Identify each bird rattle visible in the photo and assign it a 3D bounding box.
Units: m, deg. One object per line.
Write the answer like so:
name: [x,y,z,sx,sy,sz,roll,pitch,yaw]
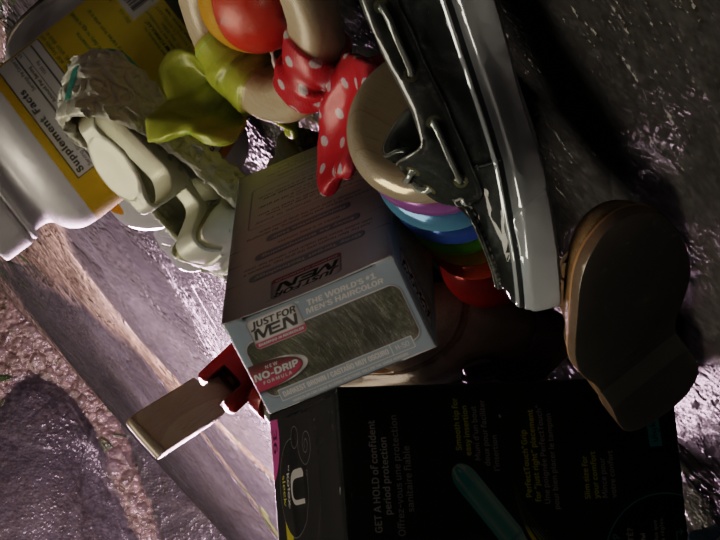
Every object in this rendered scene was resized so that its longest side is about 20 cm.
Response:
bird rattle: [-0.053,-0.124,1.327,0.200,0.112,0.164,18,131,61]

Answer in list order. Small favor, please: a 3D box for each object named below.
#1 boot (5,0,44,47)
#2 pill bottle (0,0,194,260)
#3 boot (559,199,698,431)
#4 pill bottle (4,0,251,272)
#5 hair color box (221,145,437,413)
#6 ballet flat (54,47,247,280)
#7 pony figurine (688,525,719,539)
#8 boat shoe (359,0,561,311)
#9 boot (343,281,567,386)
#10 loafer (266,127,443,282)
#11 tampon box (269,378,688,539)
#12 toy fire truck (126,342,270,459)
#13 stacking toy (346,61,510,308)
boot: [-0.185,-0.123,1.812,0.151,0.073,0.200,47,171,13]
pill bottle: [-0.166,-0.100,1.501,0.113,0.200,0.112,52,177,4]
boot: [0.119,0.010,1.208,0.076,0.073,0.200,53,173,27]
pill bottle: [-0.146,-0.099,1.663,0.200,0.111,0.111,56,165,-30]
hair color box: [-0.016,-0.007,1.331,0.200,0.098,0.061,-89,-25,-66]
ballet flat: [-0.110,-0.044,1.434,0.200,0.072,0.072,45,169,-20]
pony figurine: [0.186,0.222,1.459,0.194,0.166,0.200,75,168,-45]
boat shoe: [0.043,-0.067,1.128,0.072,0.070,0.201,-100,-8,-67]
boot: [0.043,0.055,1.444,0.145,0.071,0.200,9,164,-7]
loafer: [0.000,0.000,1.511,0.200,0.068,0.076,52,-161,-17]
tampon box: [0.064,0.141,1.334,0.126,0.199,0.151,151,117,-68]
toy fire truck: [-0.050,0.093,1.698,0.176,0.200,0.129,42,166,26]
stacking toy: [0.056,-0.036,1.273,0.085,0.085,0.200,42,172,28]
